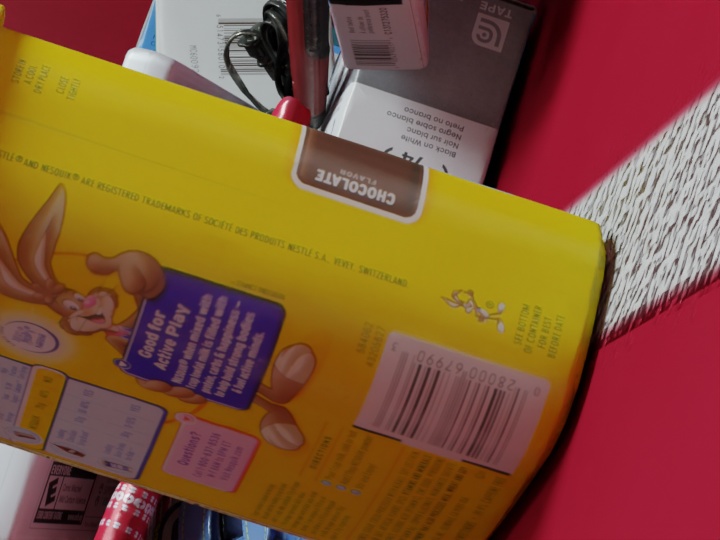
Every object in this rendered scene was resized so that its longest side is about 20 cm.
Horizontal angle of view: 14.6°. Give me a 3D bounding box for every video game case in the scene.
[{"bbox_3d":[-0.080,0.019,1.078,0.200,0.023,0.183,24,-96,-75],"label":"video game case"}]

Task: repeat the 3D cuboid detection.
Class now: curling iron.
[{"bbox_3d":[-0.028,-0.122,1.004,0.026,0.050,0.200,-39,-28,-28],"label":"curling iron"}]

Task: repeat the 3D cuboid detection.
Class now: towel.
[{"bbox_3d":[-0.066,0.045,1.009,0.145,0.022,0.201,114,178,-77],"label":"towel"}]

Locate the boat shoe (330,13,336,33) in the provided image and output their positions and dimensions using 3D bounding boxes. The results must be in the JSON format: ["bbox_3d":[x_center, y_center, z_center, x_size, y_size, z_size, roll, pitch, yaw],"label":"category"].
[{"bbox_3d":[0.018,-0.127,1.301,0.074,0.065,0.201,-99,28,-78],"label":"boat shoe"}]

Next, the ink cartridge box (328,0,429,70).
[{"bbox_3d":[0.009,-0.181,1.001,0.095,0.037,0.201,73,-160,-66],"label":"ink cartridge box"}]

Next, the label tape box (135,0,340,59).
[{"bbox_3d":[-0.066,-0.047,1.485,0.200,0.143,0.066,116,170,-56],"label":"label tape box"}]

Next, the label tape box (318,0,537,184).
[{"bbox_3d":[0.000,0.000,1.081,0.144,0.063,0.201,125,163,-75],"label":"label tape box"}]

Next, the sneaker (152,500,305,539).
[{"bbox_3d":[-0.027,0.092,0.955,0.200,0.082,0.074,115,174,-48],"label":"sneaker"}]

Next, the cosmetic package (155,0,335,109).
[{"bbox_3d":[-0.054,-0.033,1.323,0.200,0.084,0.108,94,173,-47],"label":"cosmetic package"}]

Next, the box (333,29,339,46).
[{"bbox_3d":[0.003,-0.138,1.579,0.200,0.049,0.083,117,169,-62],"label":"box"}]

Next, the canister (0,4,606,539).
[{"bbox_3d":[-0.046,0.010,0.783,0.149,0.199,0.087,118,169,-61],"label":"canister"}]
